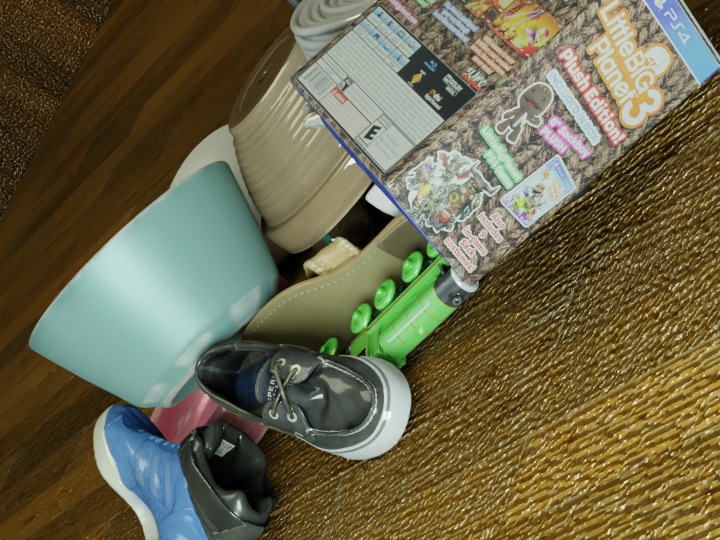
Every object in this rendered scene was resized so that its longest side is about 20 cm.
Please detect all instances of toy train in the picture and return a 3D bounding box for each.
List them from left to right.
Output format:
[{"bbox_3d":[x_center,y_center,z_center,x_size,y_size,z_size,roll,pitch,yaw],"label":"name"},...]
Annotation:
[{"bbox_3d":[0.018,0.045,1.417,0.200,0.042,0.057,-46,30,36],"label":"toy train"}]

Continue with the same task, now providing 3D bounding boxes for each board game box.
[{"bbox_3d":[0.083,-0.119,1.249,0.200,0.097,0.160,-41,37,1],"label":"board game box"}]

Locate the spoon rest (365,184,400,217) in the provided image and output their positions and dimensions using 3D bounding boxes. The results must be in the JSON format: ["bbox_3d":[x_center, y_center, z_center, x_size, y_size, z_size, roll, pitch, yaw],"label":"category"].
[{"bbox_3d":[0.063,-0.090,1.526,0.099,0.061,0.200,-45,7,34],"label":"spoon rest"}]

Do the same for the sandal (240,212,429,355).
[{"bbox_3d":[0.004,0.004,1.482,0.211,0.078,0.070,-37,20,33],"label":"sandal"}]

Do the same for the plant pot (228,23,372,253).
[{"bbox_3d":[-0.035,-0.120,1.552,0.201,0.093,0.201,-52,16,22],"label":"plant pot"}]

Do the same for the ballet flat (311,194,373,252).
[{"bbox_3d":[-0.034,-0.063,1.704,0.068,0.072,0.200,-54,16,18],"label":"ballet flat"}]

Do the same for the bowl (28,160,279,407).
[{"bbox_3d":[-0.136,0.025,1.542,0.201,0.105,0.201,-44,-5,-4],"label":"bowl"}]

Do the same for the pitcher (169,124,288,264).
[{"bbox_3d":[-0.117,-0.020,1.815,0.200,0.121,0.172,-55,-26,-27],"label":"pitcher"}]

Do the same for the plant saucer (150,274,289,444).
[{"bbox_3d":[-0.106,0.096,1.663,0.201,0.051,0.201,-52,16,22],"label":"plant saucer"}]

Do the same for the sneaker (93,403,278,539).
[{"bbox_3d":[-0.122,0.140,1.510,0.111,0.077,0.200,-53,39,19],"label":"sneaker"}]

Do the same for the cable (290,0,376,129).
[{"bbox_3d":[0.047,-0.193,1.415,0.199,0.069,0.200,-19,27,40],"label":"cable"}]

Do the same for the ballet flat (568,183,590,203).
[{"bbox_3d":[0.118,-0.108,1.350,0.073,0.073,0.200,-44,24,39],"label":"ballet flat"}]

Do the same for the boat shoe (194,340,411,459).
[{"bbox_3d":[-0.046,0.079,1.400,0.200,0.066,0.070,16,93,55],"label":"boat shoe"}]

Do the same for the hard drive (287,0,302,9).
[{"bbox_3d":[0.009,-0.235,1.664,0.042,0.200,0.135,16,72,54],"label":"hard drive"}]
